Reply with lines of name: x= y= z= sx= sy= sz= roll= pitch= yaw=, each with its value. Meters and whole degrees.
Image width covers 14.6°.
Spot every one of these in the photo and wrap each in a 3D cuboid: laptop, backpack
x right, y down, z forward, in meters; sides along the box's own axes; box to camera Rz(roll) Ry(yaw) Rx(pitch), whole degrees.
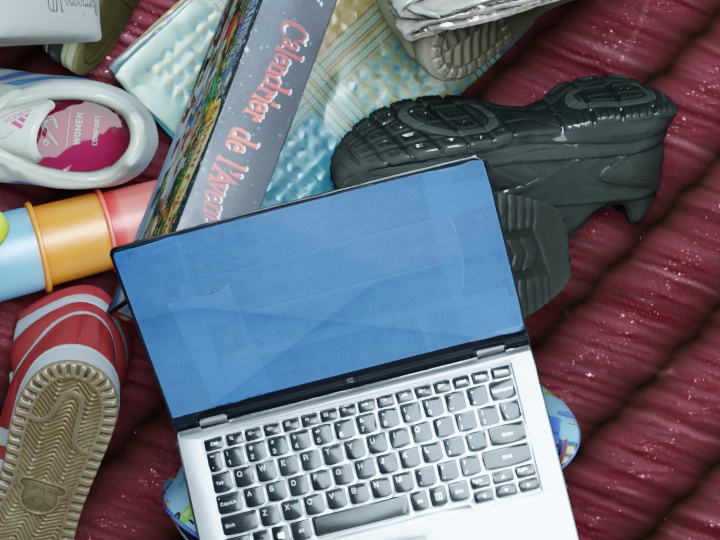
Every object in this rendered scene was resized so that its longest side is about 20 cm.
laptop: x=-0.003 y=0.074 z=1.364 sx=0.186 sy=0.116 sz=0.201 roll=-14 pitch=77 yaw=3
backpack: x=0.000 y=0.108 z=1.502 sx=0.199 sy=0.183 sz=0.136 roll=14 pitch=97 yaw=-6

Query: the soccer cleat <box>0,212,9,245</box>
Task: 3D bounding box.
soccer cleat: x=-0.279 y=-0.022 z=1.468 sx=0.199 sy=0.065 sz=0.084 roll=10 pitch=64 yaw=15

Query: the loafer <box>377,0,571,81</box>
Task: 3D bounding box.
loafer: x=0.086 y=-0.179 z=1.538 sx=0.200 sy=0.068 sz=0.076 roll=-35 pitch=142 yaw=-31

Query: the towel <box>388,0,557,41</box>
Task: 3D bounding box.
towel: x=0.055 y=-0.210 z=1.501 sx=0.132 sy=0.201 sz=0.035 roll=-17 pitch=140 yaw=-6

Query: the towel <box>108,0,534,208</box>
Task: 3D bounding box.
towel: x=-0.020 y=-0.124 z=1.564 sx=0.200 sy=0.022 sz=0.147 roll=-43 pitch=101 yaw=-7

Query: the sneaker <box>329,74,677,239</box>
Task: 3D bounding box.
sneaker: x=0.081 y=-0.050 z=1.556 sx=0.198 sy=0.076 sz=0.091 roll=-6 pitch=116 yaw=-13

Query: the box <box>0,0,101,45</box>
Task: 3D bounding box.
box: x=-0.249 y=-0.173 z=1.402 sx=0.198 sy=0.199 sz=0.132 roll=-2 pitch=94 yaw=10

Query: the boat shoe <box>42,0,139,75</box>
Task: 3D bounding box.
boat shoe: x=-0.138 y=-0.207 z=1.517 sx=0.064 sy=0.073 sz=0.201 roll=19 pitch=92 yaw=10

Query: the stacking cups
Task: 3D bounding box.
stacking cups: x=-0.193 y=-0.006 z=1.518 sx=0.199 sy=0.060 sz=0.061 roll=-14 pitch=96 yaw=-9

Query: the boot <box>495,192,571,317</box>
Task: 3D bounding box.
boot: x=0.000 y=0.000 z=1.525 sx=0.199 sy=0.138 sz=0.078 roll=-10 pitch=96 yaw=-30

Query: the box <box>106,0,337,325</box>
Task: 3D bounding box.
box: x=-0.068 y=-0.071 z=1.458 sx=0.037 sy=0.137 sz=0.201 roll=23 pitch=76 yaw=-11

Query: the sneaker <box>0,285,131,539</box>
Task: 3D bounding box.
sneaker: x=-0.178 y=0.100 z=1.533 sx=0.071 sy=0.113 sz=0.201 roll=23 pitch=119 yaw=-13

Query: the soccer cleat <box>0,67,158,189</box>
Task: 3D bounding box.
soccer cleat: x=-0.205 y=-0.081 z=1.496 sx=0.198 sy=0.086 sz=0.070 roll=3 pitch=93 yaw=-8
